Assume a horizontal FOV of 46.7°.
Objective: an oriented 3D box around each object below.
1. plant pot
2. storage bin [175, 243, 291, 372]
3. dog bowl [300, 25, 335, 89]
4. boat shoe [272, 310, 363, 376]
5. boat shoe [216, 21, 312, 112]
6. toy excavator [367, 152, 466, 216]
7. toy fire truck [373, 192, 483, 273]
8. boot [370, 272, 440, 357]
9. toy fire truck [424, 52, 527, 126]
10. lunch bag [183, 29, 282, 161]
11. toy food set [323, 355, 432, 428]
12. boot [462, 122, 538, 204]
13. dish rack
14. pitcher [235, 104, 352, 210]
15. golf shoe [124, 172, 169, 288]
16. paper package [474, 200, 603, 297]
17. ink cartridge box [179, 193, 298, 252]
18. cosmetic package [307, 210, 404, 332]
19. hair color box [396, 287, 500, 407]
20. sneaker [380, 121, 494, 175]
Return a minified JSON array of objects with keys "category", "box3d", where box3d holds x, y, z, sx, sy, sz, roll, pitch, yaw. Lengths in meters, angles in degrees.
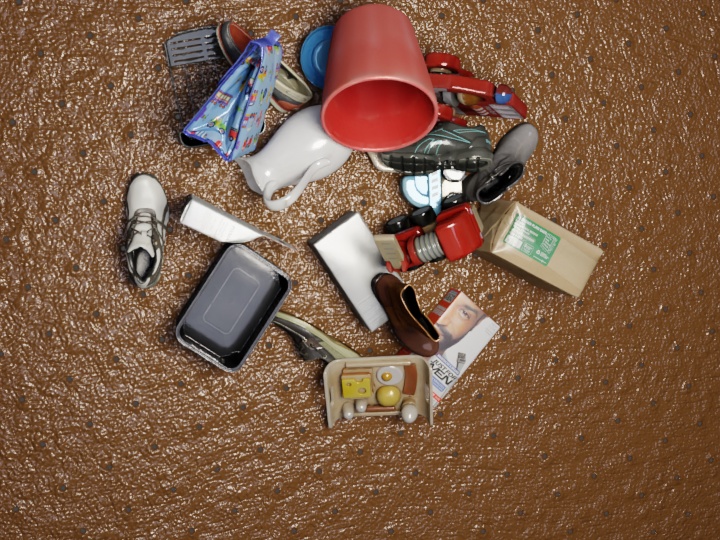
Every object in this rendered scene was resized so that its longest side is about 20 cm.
[{"category":"plant pot","box3d":[0.026,-0.327,1.389,0.197,0.201,0.180,3,64,-13]},{"category":"storage bin","box3d":[-0.227,0.061,1.489,0.134,0.094,0.201,34,89,-14]},{"category":"dog bowl","box3d":[-0.016,-0.366,1.510,0.198,0.050,0.113,16,93,-15]},{"category":"boat shoe","box3d":[-0.085,0.139,1.540,0.199,0.073,0.065,31,84,-14]},{"category":"boat shoe","box3d":[-0.164,-0.355,1.438,0.200,0.062,0.072,45,49,-33]},{"category":"toy excavator","box3d":[0.093,-0.183,1.539,0.197,0.100,0.197,-3,96,-4]},{"category":"toy fire truck","box3d":[0.107,-0.051,1.426,0.174,0.200,0.130,-19,108,22]},{"category":"boot","box3d":[0.104,0.088,1.428,0.068,0.200,0.190,-30,103,-10]},{"category":"toy fire truck","box3d":[0.198,-0.310,1.482,0.166,0.199,0.114,7,87,25]},{"category":"lunch bag","box3d":[-0.180,-0.290,1.339,0.093,0.151,0.201,32,106,-1]},{"category":"toy food set","box3d":[0.034,0.233,1.537,0.197,0.061,0.145,-3,125,2]},{"category":"boot","box3d":[0.279,-0.195,1.553,0.070,0.132,0.200,42,87,-13]},{"category":"dish rack","box3d":[-0.258,-0.323,1.458,0.151,0.055,0.203,-12,98,-12]},{"category":"pitcher","box3d":[-0.101,-0.191,1.451,0.199,0.172,0.122,-32,135,-6]},{"category":"golf shoe","box3d":[-0.368,-0.068,1.443,0.077,0.094,0.203,-2,95,-11]},{"category":"paper package","box3d":[0.313,-0.043,1.548,0.198,0.191,0.104,27,89,-13]},{"category":"ink cartridge box","box3d":[-0.214,-0.065,1.441,0.199,0.162,0.057,31,91,-14]},{"category":"cosmetic package","box3d":[0.000,0.000,1.538,0.106,0.090,0.201,-33,99,-7]},{"category":"hair color box","box3d":[0.159,0.147,1.602,0.111,0.064,0.201,40,86,-13]},{"category":"sneaker","box3d":[0.134,-0.215,1.469,0.197,0.076,0.080,-1,72,2]}]
